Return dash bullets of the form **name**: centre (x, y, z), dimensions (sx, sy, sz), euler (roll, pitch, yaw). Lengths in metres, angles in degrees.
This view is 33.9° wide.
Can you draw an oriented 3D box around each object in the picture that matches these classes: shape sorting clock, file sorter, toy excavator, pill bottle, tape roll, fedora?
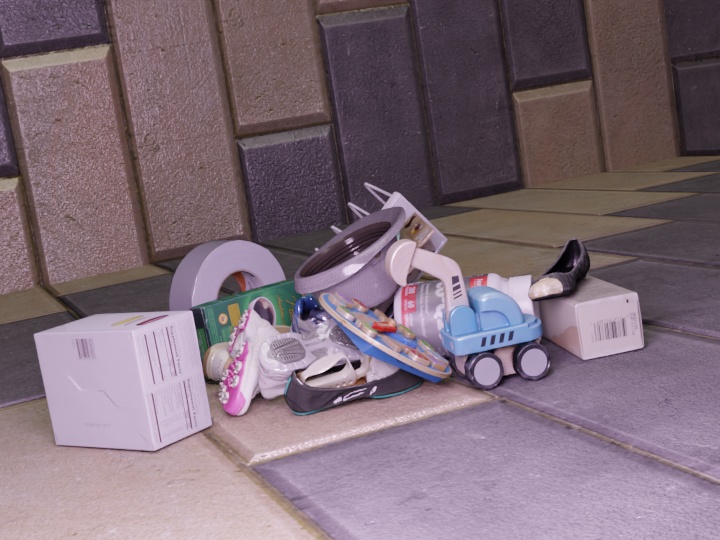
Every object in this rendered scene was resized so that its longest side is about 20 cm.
- **shape sorting clock**: centre (0.034, 0.081, 1.542), dimensions (0.199, 0.039, 0.200), euler (32, 10, -6)
- **file sorter**: centre (0.015, -0.026, 1.968), dimensions (0.201, 0.139, 0.124), euler (-53, 37, -4)
- **toy excavator**: centre (0.137, 0.048, 1.533), dimensions (0.192, 0.203, 0.100), euler (-10, 7, -10)
- **pill bottle**: centre (0.155, 0.065, 1.702), dimensions (0.197, 0.115, 0.114), euler (-8, 8, 14)
- **tape roll**: centre (-0.209, 0.052, 1.905), dimensions (0.066, 0.203, 0.199), euler (0, 12, 45)
- **fedora**: centre (0.000, 0.000, 1.691), dimensions (0.176, 0.091, 0.200), euler (-16, 21, 43)

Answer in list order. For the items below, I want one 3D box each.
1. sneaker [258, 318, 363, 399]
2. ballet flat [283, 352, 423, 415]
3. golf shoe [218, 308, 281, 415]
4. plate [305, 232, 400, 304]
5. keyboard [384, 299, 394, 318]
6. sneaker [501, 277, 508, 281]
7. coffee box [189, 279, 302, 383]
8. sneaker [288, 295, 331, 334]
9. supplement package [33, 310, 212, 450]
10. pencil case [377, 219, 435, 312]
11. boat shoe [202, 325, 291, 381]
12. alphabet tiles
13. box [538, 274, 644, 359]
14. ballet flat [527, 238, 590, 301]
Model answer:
- **sneaker**: centre (-0.056, 0.126, 1.614), dimensions (0.198, 0.100, 0.078), euler (-7, 48, -26)
- **ballet flat**: centre (-0.004, 0.136, 1.544), dimensions (0.198, 0.069, 0.068), euler (-14, 33, -20)
- **golf shoe**: centre (-0.142, 0.134, 1.648), dimensions (0.091, 0.075, 0.201), euler (29, 32, -16)
- **plate**: centre (-0.020, -0.008, 1.830), dimensions (0.199, 0.026, 0.201), euler (-36, 30, 25)
- **keyboard**: centre (0.060, 0.081, 1.856), dimensions (0.039, 0.105, 0.200), euler (36, -2, 8)
- **sneaker**: centre (0.146, 0.068, 1.868), dimensions (0.114, 0.082, 0.198), euler (-20, 6, -35)
- **coffee box**: centre (-0.170, 0.093, 1.866), dimensions (0.199, 0.125, 0.044), euler (-18, 9, -42)
- **sneaker**: centre (-0.048, 0.097, 1.716), dimensions (0.076, 0.086, 0.199), euler (-14, 28, -30)
- **supplement package**: centre (-0.312, 0.142, 1.554), dimensions (0.198, 0.158, 0.110), euler (-4, 9, 37)
- **pencil case**: centre (0.034, 0.010, 1.866), dimensions (0.201, 0.089, 0.078), euler (-51, -5, -9)
- **boat shoe**: centre (-0.147, 0.133, 1.776), dimensions (0.066, 0.075, 0.199), euler (17, 22, 36)
- **alphabet tiles**: centre (0.030, -0.002, 1.791), dimensions (0.200, 0.006, 0.166), euler (-47, 23, 2)
- **box**: centre (0.317, 0.062, 1.666), dimensions (0.094, 0.079, 0.200), euler (-11, 8, -6)
- **ballet flat**: centre (0.273, 0.003, 1.646), dimensions (0.066, 0.058, 0.200), euler (-10, 9, 25)
